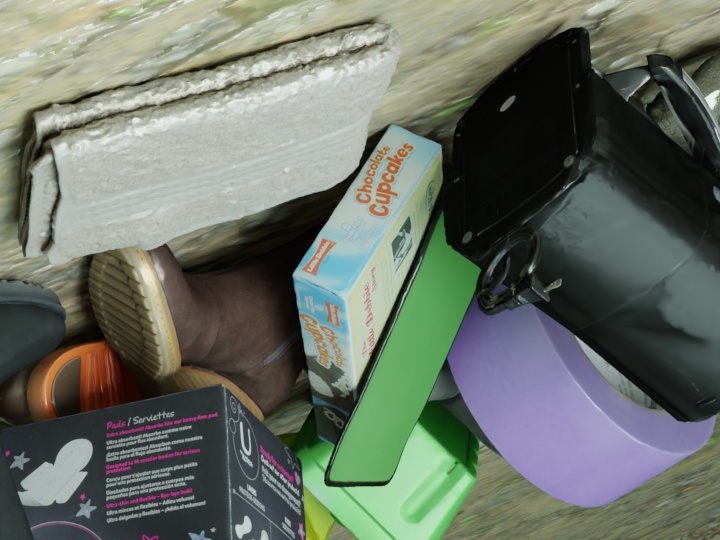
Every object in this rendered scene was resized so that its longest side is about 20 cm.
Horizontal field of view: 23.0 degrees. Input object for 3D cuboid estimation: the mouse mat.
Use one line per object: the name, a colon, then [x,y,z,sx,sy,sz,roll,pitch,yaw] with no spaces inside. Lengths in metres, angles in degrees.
mouse mat: [0.037,0.044,1.108,0.201,0.008,0.161,-65,163,0]

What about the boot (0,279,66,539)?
boot: [-0.194,0.106,0.939,0.066,0.201,0.165,-36,158,30]

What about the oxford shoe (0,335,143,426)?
oxford shoe: [-0.145,0.063,1.126,0.073,0.072,0.200,-6,179,40]

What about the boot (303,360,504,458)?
boot: [0.054,0.080,1.254,0.073,0.181,0.200,-60,157,3]

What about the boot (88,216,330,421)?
boot: [-0.071,0.008,1.061,0.166,0.072,0.200,-40,144,-22]

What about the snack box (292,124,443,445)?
snack box: [0.009,0.018,1.066,0.116,0.037,0.200,-58,161,-27]

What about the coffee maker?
coffee maker: [0.149,-0.003,0.989,0.200,0.193,0.135,36,148,-25]

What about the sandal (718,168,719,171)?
sandal: [0.248,-0.042,1.191,0.075,0.045,0.200,-12,153,-39]

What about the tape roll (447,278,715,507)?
tape roll: [0.156,0.061,1.260,0.085,0.201,0.200,-37,158,32]

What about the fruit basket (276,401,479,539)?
fruit basket: [-0.015,0.172,1.375,0.216,0.155,0.216,-46,-178,2]

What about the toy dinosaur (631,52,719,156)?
toy dinosaur: [0.212,-0.099,1.101,0.199,0.077,0.102,-23,175,7]

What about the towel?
towel: [-0.077,-0.061,0.901,0.199,0.035,0.133,-19,161,-20]

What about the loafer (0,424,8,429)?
loafer: [-0.264,0.134,1.152,0.063,0.072,0.200,-12,157,13]

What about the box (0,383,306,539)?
box: [-0.144,0.155,1.031,0.199,0.115,0.132,-12,152,15]
